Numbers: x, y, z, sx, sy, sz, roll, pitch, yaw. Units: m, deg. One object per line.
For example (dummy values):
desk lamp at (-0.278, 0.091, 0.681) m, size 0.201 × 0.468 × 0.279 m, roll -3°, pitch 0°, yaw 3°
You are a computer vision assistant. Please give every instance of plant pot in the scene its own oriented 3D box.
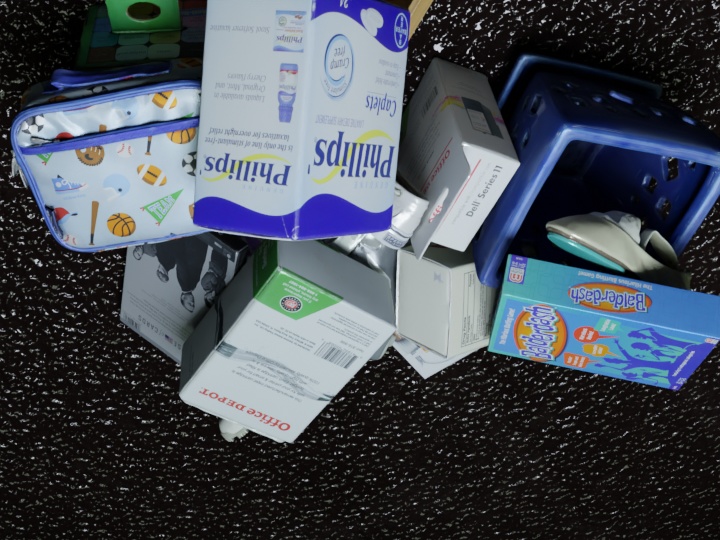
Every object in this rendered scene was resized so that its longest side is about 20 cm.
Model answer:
plant pot at (0.221, -0.101, 1.041) m, size 0.197 × 0.181 × 0.201 m, roll 8°, pitch 129°, yaw -19°

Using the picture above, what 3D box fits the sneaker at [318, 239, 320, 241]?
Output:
sneaker at (-0.085, 0.059, 1.155) m, size 0.073 × 0.082 × 0.202 m, roll 26°, pitch 113°, yaw 4°

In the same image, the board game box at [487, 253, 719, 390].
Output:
board game box at (0.227, 0.053, 0.984) m, size 0.197 × 0.046 × 0.152 m, roll 12°, pitch 157°, yaw 8°

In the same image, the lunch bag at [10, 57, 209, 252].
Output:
lunch bag at (-0.201, -0.102, 0.894) m, size 0.197 × 0.076 × 0.162 m, roll -10°, pitch 128°, yaw 1°

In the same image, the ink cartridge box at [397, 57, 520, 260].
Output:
ink cartridge box at (0.091, -0.104, 1.010) m, size 0.067 × 0.201 × 0.118 m, roll 16°, pitch 127°, yaw -20°

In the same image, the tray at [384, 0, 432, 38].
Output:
tray at (0.022, -0.270, 0.934) m, size 0.099 × 0.037 × 0.201 m, roll 42°, pitch 122°, yaw 12°

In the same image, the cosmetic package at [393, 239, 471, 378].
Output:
cosmetic package at (0.084, 0.026, 1.222) m, size 0.150 × 0.052 × 0.200 m, roll -32°, pitch 127°, yaw 16°

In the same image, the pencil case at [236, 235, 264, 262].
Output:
pencil case at (-0.106, -0.031, 1.130) m, size 0.085 × 0.084 × 0.200 m, roll -5°, pitch 143°, yaw -51°

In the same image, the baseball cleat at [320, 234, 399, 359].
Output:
baseball cleat at (0.000, 0.000, 1.112) m, size 0.105 × 0.070 × 0.203 m, roll 2°, pitch 106°, yaw -25°

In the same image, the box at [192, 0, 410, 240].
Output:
box at (-0.044, -0.133, 0.867) m, size 0.104 × 0.183 × 0.203 m, roll 9°, pitch 99°, yaw 26°

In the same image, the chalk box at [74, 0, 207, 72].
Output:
chalk box at (-0.192, -0.176, 0.962) m, size 0.123 × 0.125 × 0.202 m, roll -3°, pitch 130°, yaw -4°

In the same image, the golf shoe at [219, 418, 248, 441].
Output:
golf shoe at (-0.138, 0.123, 1.273) m, size 0.097 × 0.079 × 0.201 m, roll 32°, pitch 115°, yaw -10°

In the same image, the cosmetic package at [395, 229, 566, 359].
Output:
cosmetic package at (0.139, 0.014, 1.120) m, size 0.198 × 0.087 × 0.105 m, roll -13°, pitch 114°, yaw -38°

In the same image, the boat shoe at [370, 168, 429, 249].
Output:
boat shoe at (0.003, -0.109, 1.003) m, size 0.072 × 0.201 × 0.066 m, roll 21°, pitch 119°, yaw -42°

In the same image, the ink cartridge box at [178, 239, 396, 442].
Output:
ink cartridge box at (-0.079, 0.069, 1.060) m, size 0.146 × 0.084 × 0.200 m, roll 27°, pitch 121°, yaw -25°

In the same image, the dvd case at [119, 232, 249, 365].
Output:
dvd case at (-0.199, 0.015, 1.128) m, size 0.149 × 0.025 × 0.202 m, roll 33°, pitch 131°, yaw 20°

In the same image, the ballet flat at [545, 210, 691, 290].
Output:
ballet flat at (0.250, -0.018, 0.964) m, size 0.199 × 0.070 × 0.069 m, roll 31°, pitch 120°, yaw -35°
